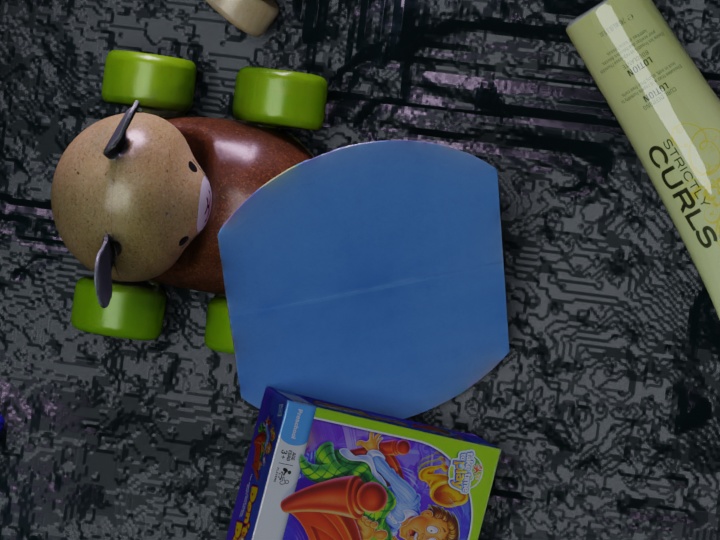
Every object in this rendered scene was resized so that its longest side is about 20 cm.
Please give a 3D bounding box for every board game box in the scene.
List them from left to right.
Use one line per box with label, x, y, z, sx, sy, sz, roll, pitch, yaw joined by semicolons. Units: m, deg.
board game box;-0.012;0.179;1.581;0.134;0.045;0.201;13;93;-20
board game box;0.000;0.000;1.564;0.157;0.039;0.201;-11;129;-6

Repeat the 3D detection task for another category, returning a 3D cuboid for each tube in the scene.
tube;0.190;-0.067;1.575;0.058;0.052;0.201;-32;89;49

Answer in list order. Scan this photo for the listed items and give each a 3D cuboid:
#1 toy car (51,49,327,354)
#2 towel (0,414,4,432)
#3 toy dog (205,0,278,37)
toy car;-0.107;-0.038;1.549;0.157;0.200;0.165;8;92;10
towel;-0.312;0.146;1.662;0.147;0.050;0.201;24;94;8
toy dog;-0.098;-0.220;1.600;0.199;0.096;0.133;22;94;9
